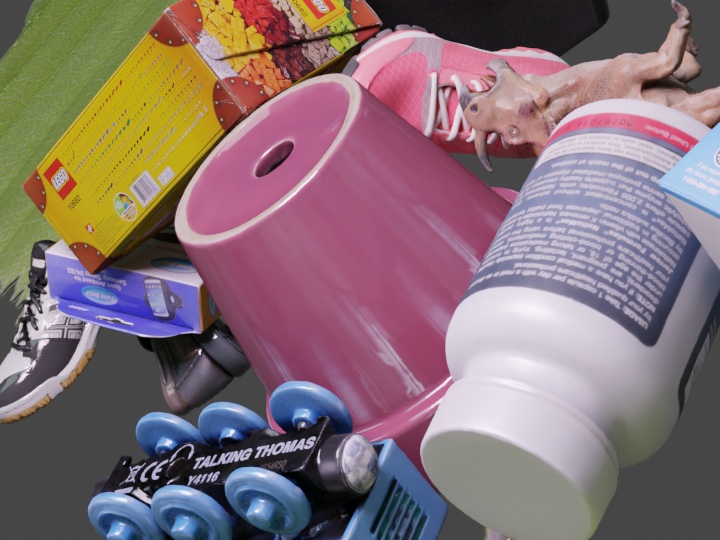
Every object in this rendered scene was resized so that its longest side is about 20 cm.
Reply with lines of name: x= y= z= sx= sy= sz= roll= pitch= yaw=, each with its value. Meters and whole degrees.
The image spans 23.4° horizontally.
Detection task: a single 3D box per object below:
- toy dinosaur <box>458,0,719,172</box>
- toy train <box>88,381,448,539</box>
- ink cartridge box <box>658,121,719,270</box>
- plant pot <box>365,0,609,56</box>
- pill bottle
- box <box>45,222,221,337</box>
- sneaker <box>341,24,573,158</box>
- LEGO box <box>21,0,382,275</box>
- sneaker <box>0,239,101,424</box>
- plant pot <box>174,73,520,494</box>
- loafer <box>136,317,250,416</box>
toy dinosaur: x=0.161 y=-0.068 z=0.959 sx=0.136 sy=0.086 sz=0.200 roll=-51 pitch=50 yaw=6
toy train: x=-0.056 y=0.130 z=0.913 sx=0.199 sy=0.115 sz=0.087 roll=-15 pitch=33 yaw=40
ink cartridge box: x=0.259 y=-0.049 z=0.753 sx=0.200 sy=0.125 sz=0.128 roll=-44 pitch=27 yaw=-4
plant pot: x=0.062 y=-0.224 z=1.209 sx=0.199 sy=0.178 sz=0.200 roll=-33 pitch=28 yaw=13
pill bottle: x=0.109 y=0.026 z=0.844 sx=0.119 sy=0.120 sz=0.201 roll=-8 pitch=41 yaw=46
box: x=-0.123 y=-0.019 z=1.181 sx=0.118 sy=0.042 sz=0.200 roll=11 pitch=28 yaw=21
sneaker: x=0.075 y=-0.103 z=1.040 sx=0.198 sy=0.075 sz=0.086 roll=-6 pitch=20 yaw=-36
LEGO box: x=-0.101 y=-0.102 z=1.089 sx=0.200 sy=0.077 sz=0.149 roll=-41 pitch=-1 yaw=43
sneaker: x=-0.234 y=0.022 z=1.333 sx=0.075 sy=0.088 sz=0.201 roll=7 pitch=55 yaw=53
plant pot: x=0.000 y=0.000 z=0.960 sx=0.199 sy=0.179 sz=0.201 roll=-31 pitch=29 yaw=20
loafer: x=-0.137 y=0.036 z=1.210 sx=0.063 sy=0.072 sz=0.200 roll=-47 pitch=29 yaw=1
